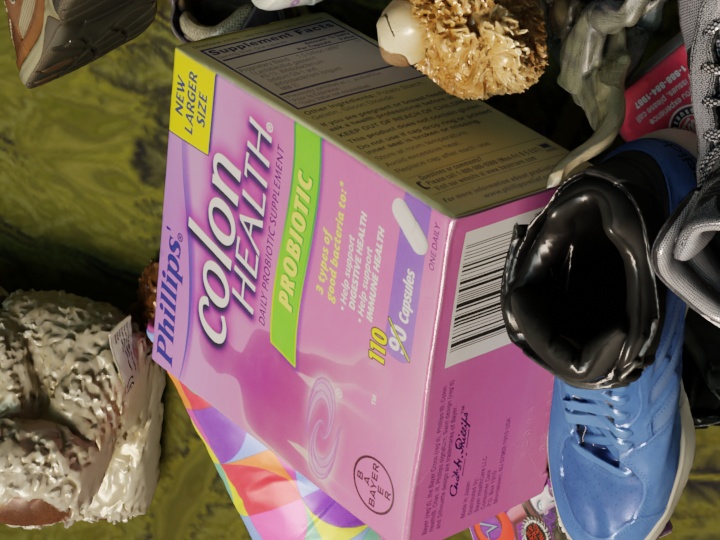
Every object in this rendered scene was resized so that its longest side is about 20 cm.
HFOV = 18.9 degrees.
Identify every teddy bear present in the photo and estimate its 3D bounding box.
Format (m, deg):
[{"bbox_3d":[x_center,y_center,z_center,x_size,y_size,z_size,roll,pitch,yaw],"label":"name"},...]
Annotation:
[{"bbox_3d":[0.020,-0.168,0.945,0.145,0.066,0.202,26,132,56],"label":"teddy bear"}]

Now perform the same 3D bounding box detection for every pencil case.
[{"bbox_3d":[-0.045,0.090,1.204,0.088,0.088,0.201,-15,109,36],"label":"pencil case"}]

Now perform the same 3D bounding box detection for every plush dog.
[{"bbox_3d":[-0.204,0.055,1.244,0.170,0.200,0.162,14,90,12],"label":"plush dog"}]

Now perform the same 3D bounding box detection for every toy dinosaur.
[{"bbox_3d":[0.112,-0.103,0.949,0.047,0.200,0.088,30,112,-8],"label":"toy dinosaur"}]

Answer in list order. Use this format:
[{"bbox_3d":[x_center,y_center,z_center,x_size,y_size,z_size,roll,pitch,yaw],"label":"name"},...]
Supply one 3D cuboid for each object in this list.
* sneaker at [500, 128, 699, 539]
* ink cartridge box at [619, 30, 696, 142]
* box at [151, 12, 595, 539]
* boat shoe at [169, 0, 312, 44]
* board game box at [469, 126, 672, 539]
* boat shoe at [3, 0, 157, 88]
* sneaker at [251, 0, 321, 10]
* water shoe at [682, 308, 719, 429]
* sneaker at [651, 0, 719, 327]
[{"bbox_3d":[0.100,0.043,0.933,0.076,0.111,0.202,23,114,29],"label":"sneaker"},{"bbox_3d":[0.231,-0.047,0.958,0.200,0.083,0.145,50,129,-2],"label":"ink cartridge box"},{"bbox_3d":[0.000,0.000,1.031,0.200,0.096,0.177,34,129,39],"label":"box"},{"bbox_3d":[-0.065,-0.131,1.101,0.071,0.065,0.202,0,116,29],"label":"boat shoe"},{"bbox_3d":[0.074,0.042,1.056,0.120,0.032,0.202,-21,87,56],"label":"board game box"},{"bbox_3d":[-0.147,-0.154,1.103,0.074,0.075,0.200,61,158,4],"label":"boat shoe"},{"bbox_3d":[-0.049,-0.218,1.016,0.075,0.099,0.201,4,120,60],"label":"sneaker"},{"bbox_3d":[0.182,0.059,1.050,0.199,0.079,0.072,27,128,16],"label":"water shoe"},{"bbox_3d":[0.158,-0.059,0.868,0.075,0.114,0.202,-7,111,34],"label":"sneaker"}]
